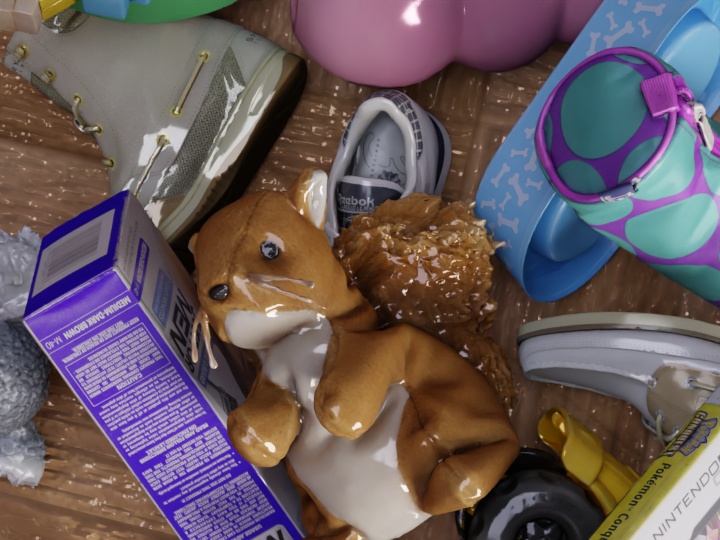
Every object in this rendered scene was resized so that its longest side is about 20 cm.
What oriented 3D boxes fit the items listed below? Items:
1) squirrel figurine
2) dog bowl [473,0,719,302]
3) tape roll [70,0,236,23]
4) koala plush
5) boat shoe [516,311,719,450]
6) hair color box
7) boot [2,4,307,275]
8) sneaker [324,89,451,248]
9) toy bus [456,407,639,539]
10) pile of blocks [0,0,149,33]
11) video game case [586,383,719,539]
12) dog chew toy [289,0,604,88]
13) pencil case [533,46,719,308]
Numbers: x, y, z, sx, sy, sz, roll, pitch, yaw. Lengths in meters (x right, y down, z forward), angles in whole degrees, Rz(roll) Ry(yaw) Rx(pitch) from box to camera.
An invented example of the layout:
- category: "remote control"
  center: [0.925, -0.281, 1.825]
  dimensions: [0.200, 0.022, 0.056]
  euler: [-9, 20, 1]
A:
- category: "squirrel figurine"
  center: [-0.006, 0.035, 1.368]
  dimensions: [0.141, 0.200, 0.187]
  euler: [-33, 95, 38]
- category: "dog bowl"
  center: [0.134, -0.079, 1.437]
  dimensions: [0.050, 0.111, 0.200]
  euler: [37, 92, 27]
- category: "tape roll"
  center: [-0.120, -0.239, 1.498]
  dimensions: [0.199, 0.048, 0.202]
  euler: [0, 69, 0]
- category: "koala plush"
  center: [-0.263, 0.043, 1.476]
  dimensions: [0.199, 0.184, 0.178]
  euler: [5, 111, -3]
- category: "boat shoe"
  center: [0.180, 0.065, 1.427]
  dimensions: [0.199, 0.075, 0.069]
  euler: [5, 79, 10]
- category: "hair color box"
  center: [-0.096, 0.068, 1.414]
  dimensions: [0.065, 0.109, 0.200]
  euler: [-28, 111, 11]
- category: "boot"
  center: [-0.143, -0.073, 1.503]
  dimensions: [0.154, 0.072, 0.200]
  euler: [33, 85, 11]
- category: "sneaker"
  center: [0.000, 0.000, 1.464]
  dimensions: [0.076, 0.080, 0.201]
  euler: [6, 87, 9]
- category: "toy bus"
  center: [0.113, 0.202, 1.400]
  dimensions: [0.192, 0.136, 0.200]
  euler: [36, 91, -5]
- category: "pile of blocks"
  center: [-0.110, -0.193, 1.412]
  dimensions: [0.200, 0.062, 0.082]
  euler: [-38, 73, -14]
- category: "video game case"
  center: [0.195, 0.165, 1.335]
  dimensions: [0.025, 0.201, 0.181]
  euler: [9, 46, 47]
- category: "dog chew toy"
  center: [0.062, -0.162, 1.453]
  dimensions: [0.199, 0.125, 0.125]
  euler: [0, 84, -6]
- category: "pencil case"
  center: [0.180, -0.037, 1.376]
  dimensions: [0.092, 0.200, 0.086]
  euler: [-17, 58, 35]
